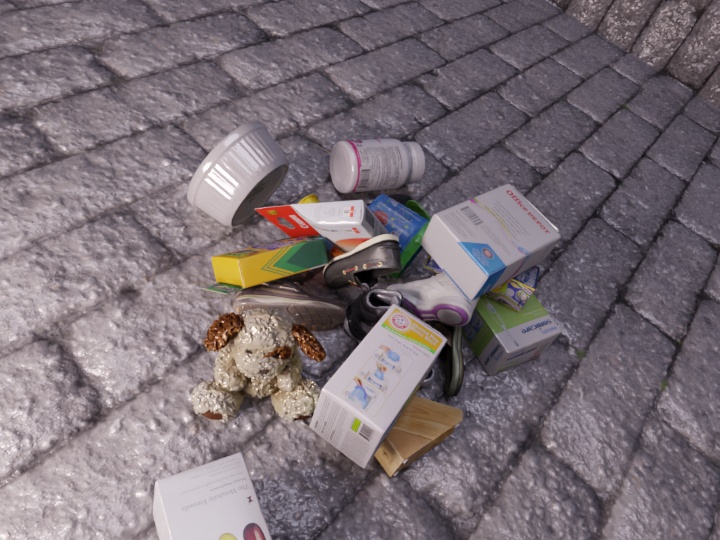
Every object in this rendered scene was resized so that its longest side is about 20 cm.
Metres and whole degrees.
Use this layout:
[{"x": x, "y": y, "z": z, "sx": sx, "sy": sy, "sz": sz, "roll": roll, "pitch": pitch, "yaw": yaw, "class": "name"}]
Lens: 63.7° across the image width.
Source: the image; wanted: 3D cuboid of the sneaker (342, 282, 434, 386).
[{"x": 0.057, "y": 0.108, "z": 1.001, "sx": 0.200, "sy": 0.114, "sz": 0.075, "roll": 41, "pitch": 48, "yaw": 16, "class": "sneaker"}]

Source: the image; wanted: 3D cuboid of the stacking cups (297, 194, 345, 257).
[{"x": -0.048, "y": -0.065, "z": 1.152, "sx": 0.060, "sy": 0.061, "sz": 0.200, "roll": -27, "pitch": 66, "yaw": -38, "class": "stacking cups"}]

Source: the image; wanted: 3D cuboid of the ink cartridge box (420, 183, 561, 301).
[{"x": 0.231, "y": -0.055, "z": 1.024, "sx": 0.198, "sy": 0.085, "sz": 0.145, "roll": -24, "pitch": 63, "yaw": -30, "class": "ink cartridge box"}]

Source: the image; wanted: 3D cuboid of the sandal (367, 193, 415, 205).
[{"x": 0.035, "y": -0.118, "z": 1.233, "sx": 0.198, "sy": 0.076, "sz": 0.048, "roll": -12, "pitch": 10, "yaw": -23, "class": "sandal"}]

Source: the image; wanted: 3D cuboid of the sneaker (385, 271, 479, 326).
[{"x": 0.133, "y": 0.047, "z": 1.064, "sx": 0.198, "sy": 0.075, "sz": 0.100, "roll": 7, "pitch": 48, "yaw": 42, "class": "sneaker"}]

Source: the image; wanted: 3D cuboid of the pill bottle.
[{"x": 0.040, "y": -0.238, "z": 1.307, "sx": 0.198, "sy": 0.114, "sz": 0.114, "roll": -9, "pitch": 54, "yaw": -30, "class": "pill bottle"}]

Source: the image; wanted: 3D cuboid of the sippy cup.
[{"x": 0.063, "y": -0.076, "z": 1.146, "sx": 0.130, "sy": 0.140, "sz": 0.178, "roll": 40, "pitch": 14, "yaw": 7, "class": "sippy cup"}]

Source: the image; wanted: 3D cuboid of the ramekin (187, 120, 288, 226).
[{"x": -0.222, "y": -0.172, "z": 1.089, "sx": 0.094, "sy": 0.203, "sz": 0.202, "roll": 43, "pitch": 47, "yaw": 1, "class": "ramekin"}]

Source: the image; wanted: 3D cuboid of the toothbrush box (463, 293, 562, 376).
[{"x": 0.265, "y": 0.082, "z": 1.130, "sx": 0.144, "sy": 0.087, "sz": 0.201, "roll": -14, "pitch": 55, "yaw": -29, "class": "toothbrush box"}]

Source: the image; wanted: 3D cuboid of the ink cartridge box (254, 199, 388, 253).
[{"x": -0.065, "y": -0.069, "z": 1.018, "sx": 0.197, "sy": 0.162, "sz": 0.051, "roll": -4, "pitch": 73, "yaw": 18, "class": "ink cartridge box"}]

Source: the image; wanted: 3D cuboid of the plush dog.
[{"x": -0.145, "y": 0.122, "z": 0.863, "sx": 0.197, "sy": 0.173, "sz": 0.162, "roll": 6, "pitch": 47, "yaw": -16, "class": "plush dog"}]

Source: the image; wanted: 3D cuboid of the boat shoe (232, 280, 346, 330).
[{"x": -0.120, "y": 0.051, "z": 1.008, "sx": 0.197, "sy": 0.075, "sz": 0.074, "roll": 9, "pitch": 47, "yaw": -17, "class": "boat shoe"}]

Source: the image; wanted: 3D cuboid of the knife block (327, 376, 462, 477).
[{"x": 0.040, "y": 0.223, "z": 0.926, "sx": 0.198, "sy": 0.064, "sz": 0.176, "roll": -21, "pitch": 61, "yaw": -35, "class": "knife block"}]

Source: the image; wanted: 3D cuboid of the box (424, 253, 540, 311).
[{"x": 0.227, "y": -0.006, "z": 1.086, "sx": 0.198, "sy": 0.070, "sz": 0.065, "roll": 26, "pitch": 46, "yaw": 4, "class": "box"}]

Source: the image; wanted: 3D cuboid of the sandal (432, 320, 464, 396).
[{"x": 0.152, "y": 0.130, "z": 1.052, "sx": 0.056, "sy": 0.080, "sz": 0.203, "roll": 4, "pitch": 47, "yaw": 0, "class": "sandal"}]

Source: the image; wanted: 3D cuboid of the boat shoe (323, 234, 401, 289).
[{"x": -0.002, "y": 0.000, "z": 1.030, "sx": 0.073, "sy": 0.201, "sz": 0.064, "roll": 5, "pitch": 69, "yaw": -38, "class": "boat shoe"}]

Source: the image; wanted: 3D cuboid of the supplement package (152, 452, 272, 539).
[{"x": -0.168, "y": 0.348, "z": 0.695, "sx": 0.113, "sy": 0.110, "sz": 0.201, "roll": -11, "pitch": 55, "yaw": -30, "class": "supplement package"}]

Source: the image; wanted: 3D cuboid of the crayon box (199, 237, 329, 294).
[{"x": -0.171, "y": -0.013, "z": 1.010, "sx": 0.198, "sy": 0.125, "sz": 0.052, "roll": -18, "pitch": 103, "yaw": -33, "class": "crayon box"}]

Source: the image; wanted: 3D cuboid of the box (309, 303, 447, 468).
[{"x": 0.029, "y": 0.164, "z": 0.850, "sx": 0.101, "sy": 0.113, "sz": 0.200, "roll": 33, "pitch": 48, "yaw": 13, "class": "box"}]
